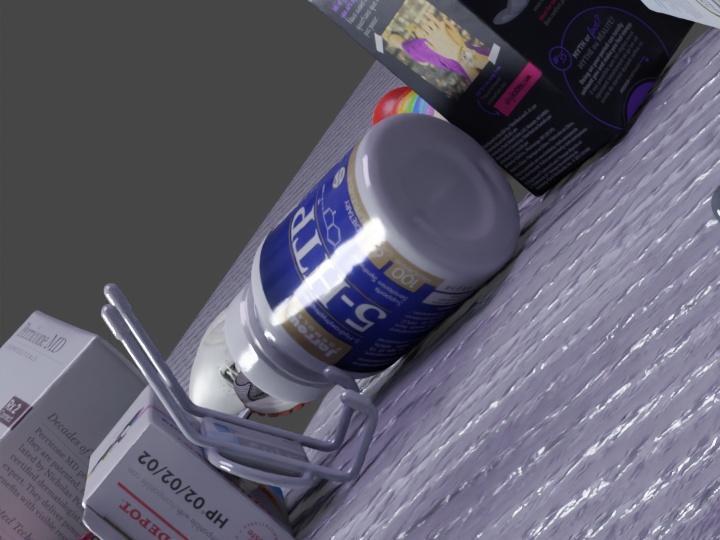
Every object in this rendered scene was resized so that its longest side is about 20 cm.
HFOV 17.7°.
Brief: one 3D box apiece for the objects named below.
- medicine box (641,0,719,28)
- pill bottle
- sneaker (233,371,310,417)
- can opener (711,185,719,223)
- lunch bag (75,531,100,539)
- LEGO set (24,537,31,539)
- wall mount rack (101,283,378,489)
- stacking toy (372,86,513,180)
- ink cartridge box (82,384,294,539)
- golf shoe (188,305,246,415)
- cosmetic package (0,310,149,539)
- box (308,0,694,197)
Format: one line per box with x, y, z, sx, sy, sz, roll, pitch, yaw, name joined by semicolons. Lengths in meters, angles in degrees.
0.217;-0.217;1.157;0.182;0.103;0.200;-51;25;-3;medicine box
0.000;0.000;1.489;0.200;0.120;0.120;-44;9;42;pill bottle
-0.035;0.033;1.680;0.200;0.082;0.078;-45;9;39;sneaker
0.220;-0.075;0.878;0.200;0.053;0.066;-46;-26;17;can opener
-0.215;0.275;1.533;0.176;0.082;0.200;-49;8;14;lunch bag
-0.158;0.232;1.139;0.200;0.154;0.116;-46;-13;-29;LEGO set
-0.082;0.073;1.405;0.200;0.173;0.075;-141;68;-82;wall mount rack
0.058;-0.109;1.684;0.085;0.085;0.200;-51;19;-10;stacking toy
-0.105;0.143;1.413;0.068;0.115;0.200;-50;8;2;ink cartridge box
-0.078;0.060;1.855;0.200;0.075;0.092;-47;11;29;golf shoe
-0.229;0.162;1.713;0.200;0.165;0.165;-49;22;-12;cosmetic package
0.090;-0.166;1.469;0.122;0.200;0.106;-54;9;-33;box
